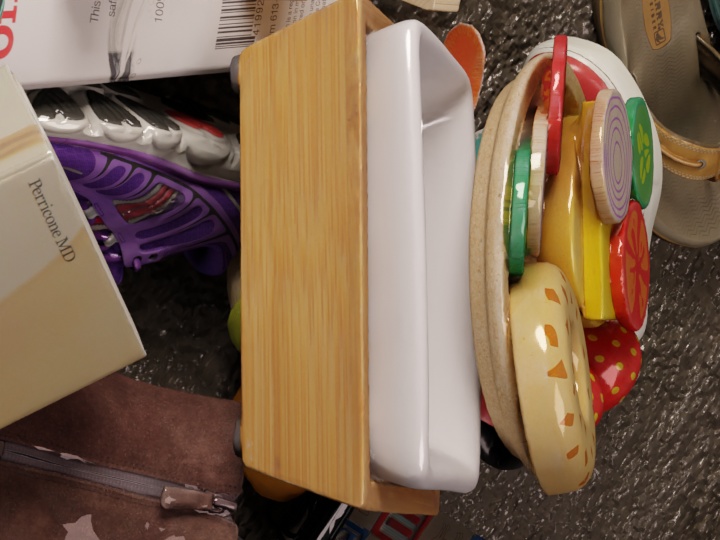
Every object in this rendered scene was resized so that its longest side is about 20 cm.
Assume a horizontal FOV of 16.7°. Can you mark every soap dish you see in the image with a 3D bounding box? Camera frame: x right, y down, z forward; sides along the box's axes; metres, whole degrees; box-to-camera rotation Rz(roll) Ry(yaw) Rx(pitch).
[{"bbox_3d":[0.000,0.000,1.018,0.157,0.081,0.202,26,63,-77],"label":"soap dish"}]

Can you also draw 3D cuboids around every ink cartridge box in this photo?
[{"bbox_3d":[-0.097,-0.156,0.985,0.199,0.084,0.146,-9,116,-41],"label":"ink cartridge box"}]

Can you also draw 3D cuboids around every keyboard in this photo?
[{"bbox_3d":[-0.020,0.108,1.202,0.201,0.039,0.104,-56,175,-9],"label":"keyboard"}]

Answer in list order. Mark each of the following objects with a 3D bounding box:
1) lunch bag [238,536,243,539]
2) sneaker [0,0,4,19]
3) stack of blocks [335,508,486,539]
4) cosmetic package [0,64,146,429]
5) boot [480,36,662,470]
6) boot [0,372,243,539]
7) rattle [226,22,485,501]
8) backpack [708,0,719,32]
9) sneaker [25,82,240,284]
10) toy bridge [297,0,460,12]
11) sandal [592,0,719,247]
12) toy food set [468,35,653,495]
[{"bbox_3d":[-0.126,0.194,1.072,0.200,0.169,0.127,-53,139,-13],"label":"lunch bag"},{"bbox_3d":[-0.240,-0.116,0.881,0.200,0.140,0.078,45,31,-10],"label":"sneaker"},{"bbox_3d":[0.049,0.194,1.210,0.116,0.199,0.059,-57,136,-6],"label":"stack of blocks"},{"bbox_3d":[-0.189,0.022,0.883,0.199,0.071,0.106,-27,128,-5],"label":"cosmetic package"},{"bbox_3d":[0.087,-0.003,1.217,0.144,0.072,0.201,-43,138,-42],"label":"boot"},{"bbox_3d":[-0.129,0.048,0.988,0.165,0.072,0.202,5,74,-15],"label":"boot"},{"bbox_3d":[0.016,0.000,1.181,0.143,0.129,0.201,74,32,-49],"label":"rattle"},{"bbox_3d":[0.270,-0.158,1.274,0.177,0.150,0.201,-39,126,-20],"label":"backpack"},{"bbox_3d":[-0.106,-0.036,1.039,0.199,0.081,0.084,18,104,-49],"label":"sneaker"},{"bbox_3d":[-0.027,-0.142,0.976,0.199,0.027,0.068,-3,110,-44],"label":"toy bridge"},{"bbox_3d":[0.171,-0.089,1.286,0.080,0.054,0.201,-36,130,-24],"label":"sandal"},{"bbox_3d":[0.093,-0.003,1.103,0.200,0.048,0.200,-2,91,-71],"label":"toy food set"}]
